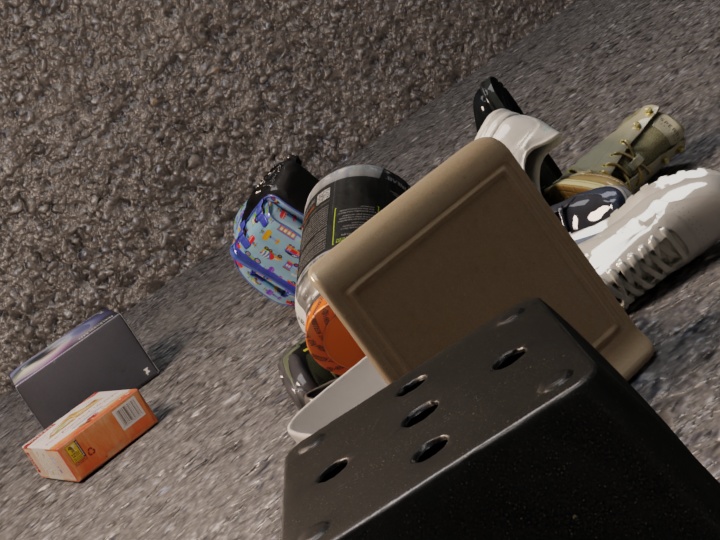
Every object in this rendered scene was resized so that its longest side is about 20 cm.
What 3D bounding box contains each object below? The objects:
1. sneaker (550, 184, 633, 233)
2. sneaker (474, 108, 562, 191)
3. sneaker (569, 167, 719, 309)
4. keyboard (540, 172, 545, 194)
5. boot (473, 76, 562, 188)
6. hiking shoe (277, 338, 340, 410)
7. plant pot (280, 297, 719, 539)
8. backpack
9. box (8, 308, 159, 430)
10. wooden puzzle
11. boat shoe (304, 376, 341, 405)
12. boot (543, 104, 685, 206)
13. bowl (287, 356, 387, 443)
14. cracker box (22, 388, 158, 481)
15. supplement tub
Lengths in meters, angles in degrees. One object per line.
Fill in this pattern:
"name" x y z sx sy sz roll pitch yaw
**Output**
"sneaker" 0.132 -0.017 1.127 0.145 0.078 0.202 4 -27 -40
"sneaker" 0.130 -0.057 1.249 0.088 0.075 0.202 21 86 37
"sneaker" 0.219 -0.007 1.037 0.199 0.077 0.081 -32 21 27
"keyboard" 0.122 -0.027 1.343 0.201 0.021 0.127 -50 6 16
"boot" 0.124 -0.099 1.419 0.167 0.200 0.077 -28 43 15
"hiking shoe" -0.014 0.080 1.282 0.100 0.076 0.200 -32 9 21
"plant pot" 0.068 0.130 0.526 0.199 0.178 0.200 -33 10 4
"backpack" -0.098 -0.031 1.790 0.200 0.182 0.135 -42 18 43
"box" -0.448 0.165 2.081 0.199 0.124 0.198 -36 12 -15
"wooden puzzle" 0.085 0.031 0.893 0.184 0.201 0.037 -37 -3 -26
"boat shoe" 0.041 0.087 1.134 0.199 0.057 0.067 -32 10 5
"boot" 0.260 -0.099 1.274 0.154 0.072 0.200 -39 7 -8
"bowl" 0.059 0.095 0.998 0.199 0.075 0.199 -39 12 -24
"cracker box" -0.371 0.223 1.756 0.134 0.058 0.199 -38 11 -27
"supplement tub" 0.000 0.000 1.238 0.122 0.123 0.201 -28 31 22
